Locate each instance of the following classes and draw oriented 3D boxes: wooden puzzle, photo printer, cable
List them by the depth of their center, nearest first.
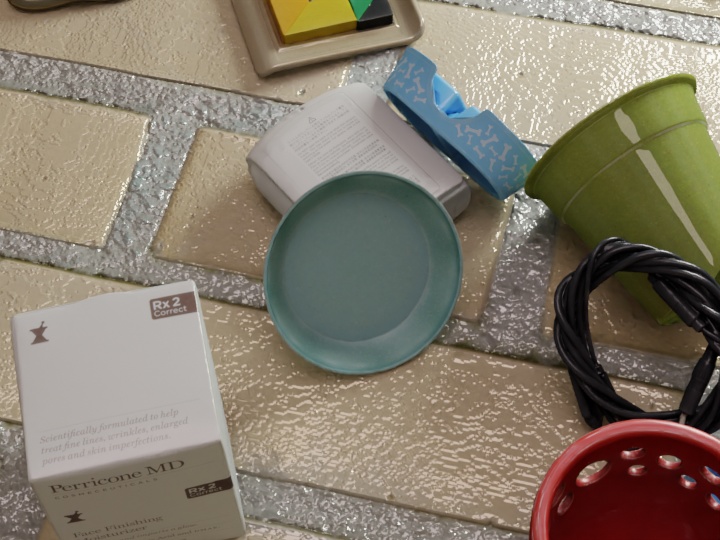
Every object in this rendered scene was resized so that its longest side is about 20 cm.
[{"bbox_3d":[0.264,0.065,1.339,0.162,0.051,0.201,-15,93,23],"label":"cable"},{"bbox_3d":[-0.010,-0.097,1.509,0.166,0.070,0.200,-36,63,-16],"label":"photo printer"},{"bbox_3d":[-0.045,-0.318,1.670,0.199,0.037,0.186,-16,59,-7],"label":"wooden puzzle"}]

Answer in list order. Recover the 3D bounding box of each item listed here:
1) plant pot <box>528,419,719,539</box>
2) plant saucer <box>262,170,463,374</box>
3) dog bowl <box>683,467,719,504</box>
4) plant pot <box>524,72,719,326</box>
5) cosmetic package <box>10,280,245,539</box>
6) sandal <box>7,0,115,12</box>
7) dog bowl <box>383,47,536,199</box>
[{"bbox_3d":[0.235,0.250,1.214,0.199,0.183,0.201,-1,58,1],"label":"plant pot"},{"bbox_3d":[0.000,0.000,1.410,0.199,0.201,0.036,-20,17,-10],"label":"plant saucer"},{"bbox_3d":[0.380,0.228,1.301,0.200,0.050,0.111,40,67,23],"label":"dog bowl"},{"bbox_3d":[0.291,-0.055,1.418,0.199,0.200,0.190,-26,72,-13],"label":"plant pot"},{"bbox_3d":[-0.202,0.140,1.293,0.164,0.200,0.166,-12,58,-5],"label":"cosmetic package"},{"bbox_3d":[-0.317,-0.353,1.693,0.199,0.054,0.081,-13,58,-6],"label":"sandal"},{"bbox_3d":[0.101,-0.148,1.509,0.050,0.111,0.200,-46,65,-2],"label":"dog bowl"}]
